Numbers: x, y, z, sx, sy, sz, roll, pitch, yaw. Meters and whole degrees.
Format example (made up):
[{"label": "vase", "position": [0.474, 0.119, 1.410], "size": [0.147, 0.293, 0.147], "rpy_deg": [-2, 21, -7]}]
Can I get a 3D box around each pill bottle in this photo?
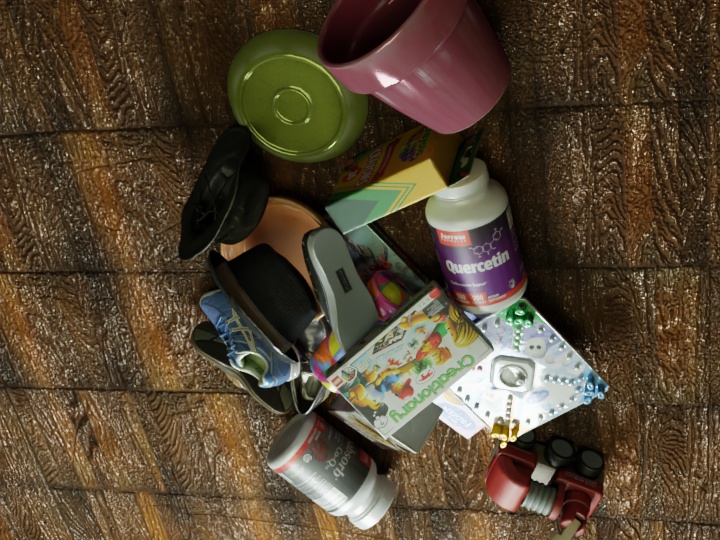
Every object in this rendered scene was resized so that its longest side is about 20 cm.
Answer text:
[{"label": "pill bottle", "position": [-0.046, 0.331, 1.829], "size": [0.200, 0.116, 0.116], "rpy_deg": [40, 126, -14]}, {"label": "pill bottle", "position": [0.154, -0.047, 1.494], "size": [0.112, 0.113, 0.200], "rpy_deg": [-6, 124, 20]}]

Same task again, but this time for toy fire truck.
[{"label": "toy fire truck", "position": [0.273, 0.365, 1.702], "size": [0.176, 0.200, 0.129], "rpy_deg": [21, 128, 1]}]

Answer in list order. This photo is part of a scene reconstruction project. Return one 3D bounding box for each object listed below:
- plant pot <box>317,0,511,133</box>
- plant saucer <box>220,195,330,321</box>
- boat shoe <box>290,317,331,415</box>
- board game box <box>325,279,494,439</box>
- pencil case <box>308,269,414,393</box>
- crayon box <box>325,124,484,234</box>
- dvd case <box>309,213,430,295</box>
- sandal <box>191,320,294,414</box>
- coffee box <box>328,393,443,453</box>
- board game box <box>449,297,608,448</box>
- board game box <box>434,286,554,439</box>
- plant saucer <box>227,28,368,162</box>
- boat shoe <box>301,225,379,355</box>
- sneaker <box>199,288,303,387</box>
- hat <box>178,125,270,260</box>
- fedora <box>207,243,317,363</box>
[{"label": "plant pot", "position": [0.077, -0.267, 1.324], "size": [0.200, 0.200, 0.179], "rpy_deg": [-28, 130, 31]}, {"label": "plant saucer", "position": [-0.109, -0.018, 1.617], "size": [0.200, 0.037, 0.201], "rpy_deg": [10, 117, 20]}, {"label": "boat shoe", "position": [-0.075, 0.143, 1.732], "size": [0.072, 0.065, 0.200], "rpy_deg": [13, 127, 9]}, {"label": "board game box", "position": [0.067, 0.124, 1.518], "size": [0.200, 0.035, 0.126], "rpy_deg": [-41, 106, 10]}, {"label": "pencil case", "position": [0.002, 0.091, 1.626], "size": [0.088, 0.088, 0.200], "rpy_deg": [33, 122, -8]}, {"label": "crayon box", "position": [0.059, -0.134, 1.454], "size": [0.200, 0.127, 0.051], "rpy_deg": [-23, 116, 28]}, {"label": "dvd case", "position": [0.000, 0.000, 1.634], "size": [0.146, 0.022, 0.200], "rpy_deg": [-33, 111, 33]}, {"label": "sandal", "position": [-0.190, 0.158, 1.774], "size": [0.200, 0.082, 0.055], "rpy_deg": [34, 146, -8]}, {"label": "coffee box", "position": [0.034, 0.212, 1.671], "size": [0.113, 0.080, 0.200], "rpy_deg": [34, 168, -6]}, {"label": "board game box", "position": [0.220, 0.154, 1.598], "size": [0.200, 0.026, 0.200], "rpy_deg": [-34, 111, 33]}, {"label": "board game box", "position": [0.150, 0.138, 1.649], "size": [0.200, 0.041, 0.200], "rpy_deg": [36, 127, -11]}, {"label": "plant saucer", "position": [-0.090, -0.226, 1.492], "size": [0.200, 0.031, 0.200], "rpy_deg": [8, 126, 11]}, {"label": "boat shoe", "position": [-0.034, 0.033, 1.548], "size": [0.066, 0.070, 0.200], "rpy_deg": [6, 122, 63]}, {"label": "sneaker", "position": [-0.179, 0.101, 1.700], "size": [0.200, 0.077, 0.076], "rpy_deg": [39, 132, 19]}, {"label": "hat", "position": [-0.177, -0.094, 1.533], "size": [0.081, 0.201, 0.201], "rpy_deg": [24, 131, -24]}, {"label": "fedora", "position": [-0.124, 0.031, 1.548], "size": [0.092, 0.201, 0.201], "rpy_deg": [-40, 110, 3]}]
